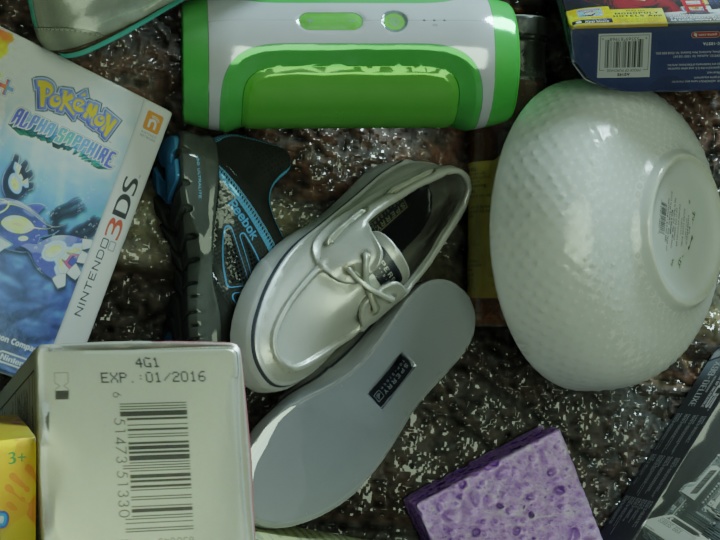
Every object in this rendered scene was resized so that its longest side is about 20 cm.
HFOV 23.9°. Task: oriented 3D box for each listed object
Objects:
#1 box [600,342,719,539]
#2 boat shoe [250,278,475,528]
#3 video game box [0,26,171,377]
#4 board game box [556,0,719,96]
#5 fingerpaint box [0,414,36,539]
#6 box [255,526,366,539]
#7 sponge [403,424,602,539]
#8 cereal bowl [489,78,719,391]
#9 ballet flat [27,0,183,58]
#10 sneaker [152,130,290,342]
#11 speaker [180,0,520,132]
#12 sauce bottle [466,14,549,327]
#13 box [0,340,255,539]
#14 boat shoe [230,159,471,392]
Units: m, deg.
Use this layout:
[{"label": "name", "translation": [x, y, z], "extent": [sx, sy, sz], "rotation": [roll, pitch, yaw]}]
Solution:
[{"label": "box", "translation": [0.277, 0.150, 1.160], "extent": [0.158, 0.050, 0.200], "rotation": [39, 77, -14]}, {"label": "boat shoe", "translation": [-0.013, 0.080, 1.047], "extent": [0.071, 0.070, 0.200], "rotation": [49, 66, -15]}, {"label": "video game box", "translation": [-0.221, -0.045, 0.955], "extent": [0.200, 0.047, 0.182], "rotation": [24, 80, -40]}, {"label": "board game box", "translation": [0.225, -0.165, 1.096], "extent": [0.200, 0.200, 0.062], "rotation": [-1, 116, 2]}, {"label": "fingerpaint box", "translation": [-0.257, 0.158, 0.806], "extent": [0.200, 0.073, 0.167], "rotation": [0, 95, -19]}, {"label": "box", "translation": [-0.017, 0.252, 1.014], "extent": [0.200, 0.097, 0.176], "rotation": [13, 89, -12]}, {"label": "sponge", "translation": [0.115, 0.215, 1.111], "extent": [0.111, 0.030, 0.200], "rotation": [-24, 97, -17]}, {"label": "cereal bowl", "translation": [0.170, -0.023, 1.064], "extent": [0.200, 0.083, 0.200], "rotation": [1, 89, -50]}, {"label": "ballet flat", "translation": [-0.104, -0.184, 0.979], "extent": [0.200, 0.067, 0.064], "rotation": [-29, 113, -31]}, {"label": "sneaker", "translation": [-0.076, 0.015, 1.027], "extent": [0.082, 0.073, 0.200], "rotation": [-1, 91, -24]}, {"label": "speaker", "translation": [-0.008, -0.126, 1.030], "extent": [0.200, 0.088, 0.089], "rotation": [-1, 89, -6]}, {"label": "sauce bottle", "translation": [0.100, -0.063, 1.094], "extent": [0.066, 0.066, 0.200], "rotation": [-1, 90, -19]}, {"label": "box", "translation": [-0.137, 0.120, 0.925], "extent": [0.109, 0.200, 0.128], "rotation": [0, 76, -20]}, {"label": "boat shoe", "translation": [0.000, 0.000, 1.024], "extent": [0.200, 0.066, 0.072], "rotation": [-43, 116, -38]}]
